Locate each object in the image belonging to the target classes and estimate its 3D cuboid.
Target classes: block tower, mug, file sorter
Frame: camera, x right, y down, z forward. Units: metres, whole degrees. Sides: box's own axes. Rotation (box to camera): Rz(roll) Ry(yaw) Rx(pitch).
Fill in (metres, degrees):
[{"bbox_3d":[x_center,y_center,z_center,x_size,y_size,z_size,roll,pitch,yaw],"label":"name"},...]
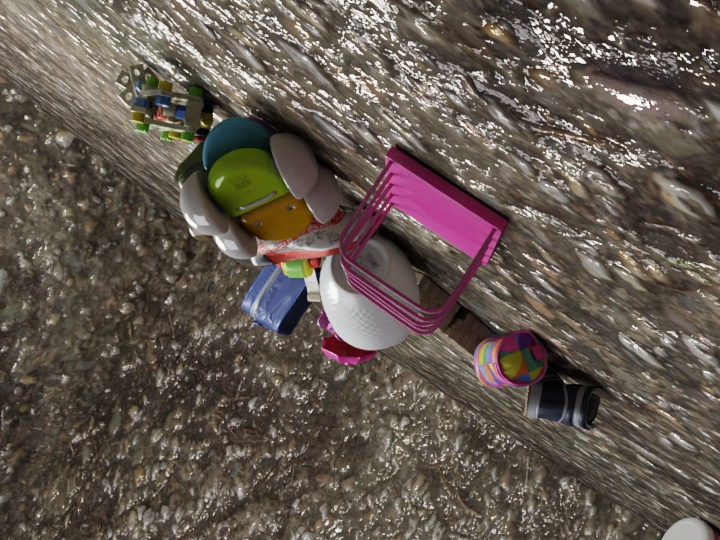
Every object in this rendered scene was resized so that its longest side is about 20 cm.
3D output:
[{"bbox_3d":[0.141,0.078,1.726,0.199,0.054,0.058,39,173,-28],"label":"block tower"},{"bbox_3d":[0.000,0.000,1.581,0.176,0.146,0.202,71,173,-69],"label":"mug"},{"bbox_3d":[0.058,-0.019,1.142,0.138,0.126,0.200,34,173,7],"label":"file sorter"}]

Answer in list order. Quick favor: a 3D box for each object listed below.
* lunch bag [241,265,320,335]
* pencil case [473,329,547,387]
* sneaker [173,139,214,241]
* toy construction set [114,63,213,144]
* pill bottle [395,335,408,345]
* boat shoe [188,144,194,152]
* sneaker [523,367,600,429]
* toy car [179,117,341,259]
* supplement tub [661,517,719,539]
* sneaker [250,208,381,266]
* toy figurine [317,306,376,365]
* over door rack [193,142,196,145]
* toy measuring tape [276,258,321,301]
[{"bbox_3d":[-0.196,0.055,2.588,0.132,0.201,0.136,35,179,15],"label":"lunch bag"},{"bbox_3d":[0.224,0.133,1.610,0.088,0.089,0.200,34,175,0],"label":"pencil case"},{"bbox_3d":[-0.217,-0.114,1.473,0.089,0.202,0.068,-3,134,20],"label":"sneaker"},{"bbox_3d":[-0.272,-0.222,1.472,0.130,0.093,0.200,10,-166,-27],"label":"toy construction set"},{"bbox_3d":[0.013,0.069,2.043,0.110,0.111,0.199,38,172,-29],"label":"pill bottle"},{"bbox_3d":[-0.257,-0.167,1.899,0.073,0.066,0.200,31,173,27],"label":"boat shoe"},{"bbox_3d":[0.311,0.193,1.636,0.107,0.071,0.200,7,-174,13],"label":"sneaker"},{"bbox_3d":[-0.132,-0.120,1.357,0.200,0.173,0.152,44,-154,-63],"label":"toy car"},{"bbox_3d":[0.750,0.635,2.295,0.199,0.141,0.140,36,173,-19],"label":"supplement tub"},{"bbox_3d":[-0.078,-0.076,1.475,0.067,0.199,0.109,-64,-42,-60],"label":"sneaker"},{"bbox_3d":[-0.005,0.061,1.758,0.200,0.185,0.150,39,171,-34],"label":"toy figurine"},{"bbox_3d":[-0.209,-0.138,1.712,0.200,0.067,0.148,46,177,20],"label":"over door rack"},{"bbox_3d":[-0.087,0.001,1.602,0.073,0.074,0.201,30,150,29],"label":"toy measuring tape"}]
